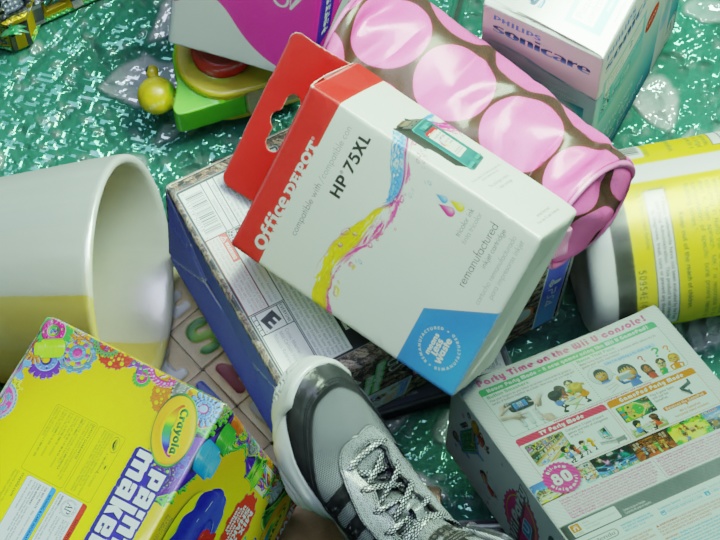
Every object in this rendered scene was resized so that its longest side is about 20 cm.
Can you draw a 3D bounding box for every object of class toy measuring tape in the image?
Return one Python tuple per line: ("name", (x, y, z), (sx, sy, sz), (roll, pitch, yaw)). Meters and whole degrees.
("toy measuring tape", (-0.053, -0.147, 1.673), (0.199, 0.074, 0.074), (-17, 68, -6))

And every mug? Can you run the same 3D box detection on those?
("mug", (-0.213, 0.019, 1.562), (0.152, 0.150, 0.187), (-1, 48, 14))

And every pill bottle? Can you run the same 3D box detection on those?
("pill bottle", (0.231, -0.031, 1.592), (0.199, 0.114, 0.115), (-10, 67, -2))

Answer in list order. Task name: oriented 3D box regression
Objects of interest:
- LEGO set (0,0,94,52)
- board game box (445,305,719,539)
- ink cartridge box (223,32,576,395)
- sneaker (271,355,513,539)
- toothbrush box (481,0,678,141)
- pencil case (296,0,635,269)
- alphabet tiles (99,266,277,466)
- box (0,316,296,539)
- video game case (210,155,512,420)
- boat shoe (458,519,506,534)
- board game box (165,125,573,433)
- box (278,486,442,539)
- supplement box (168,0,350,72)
("LEGO set", (-0.224, -0.259, 1.696), (0.153, 0.116, 0.201), (-17, 67, -6))
("board game box", (0.162, 0.128, 1.486), (0.147, 0.064, 0.200), (-20, 51, -20))
("ink cartridge box", (0.008, -0.035, 1.461), (0.200, 0.067, 0.116), (34, 116, 12))
("sneaker", (0.027, 0.138, 1.455), (0.075, 0.114, 0.201), (-34, 111, -32))
("toothbrush box", (0.141, -0.161, 1.602), (0.085, 0.200, 0.147), (25, 69, 12))
("pencil case", (0.062, -0.083, 1.509), (0.200, 0.091, 0.094), (35, 38, 13))
("alphabet tiles", (-0.114, 0.096, 1.604), (0.200, 0.008, 0.167), (-40, 72, -14))
("box", (-0.150, 0.164, 1.444), (0.122, 0.193, 0.200), (25, 77, 19))
("video game case", (0.000, 0.000, 1.631), (0.142, 0.019, 0.201), (-15, 67, -10))
("boat shoe", (0.148, 0.165, 1.538), (0.199, 0.072, 0.068), (-8, 68, 6))
("board game box", (0.003, -0.010, 1.573), (0.199, 0.097, 0.160), (-26, 70, -14))
("box", (-0.051, 0.208, 1.543), (0.199, 0.021, 0.164), (2, 69, 0))
("supplement box", (-0.043, -0.227, 1.647), (0.103, 0.101, 0.200), (18, 43, 9))
